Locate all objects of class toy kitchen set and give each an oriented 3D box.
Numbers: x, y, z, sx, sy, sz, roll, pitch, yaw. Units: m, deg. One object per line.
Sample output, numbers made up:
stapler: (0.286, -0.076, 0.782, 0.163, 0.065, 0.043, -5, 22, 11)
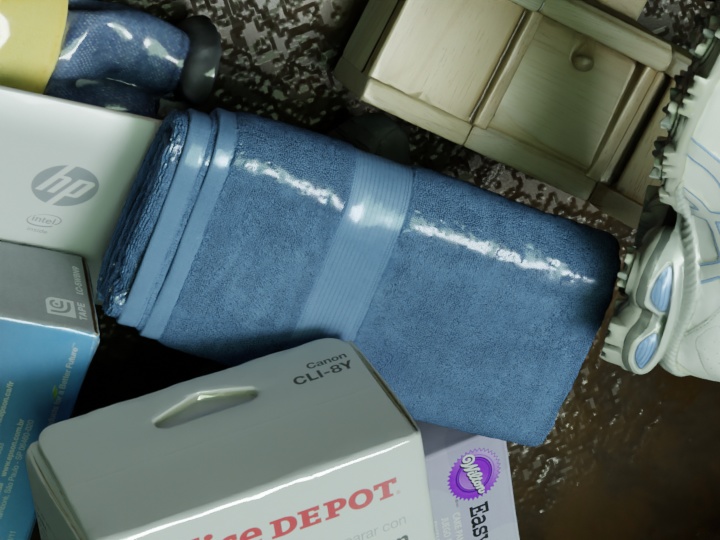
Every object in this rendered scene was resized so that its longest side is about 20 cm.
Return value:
toy kitchen set: (0.133, -0.094, 1.205, 0.200, 0.180, 0.163, 22, 101, -27)

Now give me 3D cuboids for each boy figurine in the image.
boy figurine: (-0.163, -0.089, 1.185, 0.199, 0.064, 0.125, 13, 113, -19)

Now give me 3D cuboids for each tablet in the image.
tablet: (-0.131, -0.028, 1.199, 0.199, 0.014, 0.130, 11, 142, -23)

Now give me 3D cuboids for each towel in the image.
towel: (0.000, 0.000, 1.183, 0.199, 0.049, 0.112, 18, 124, -13)

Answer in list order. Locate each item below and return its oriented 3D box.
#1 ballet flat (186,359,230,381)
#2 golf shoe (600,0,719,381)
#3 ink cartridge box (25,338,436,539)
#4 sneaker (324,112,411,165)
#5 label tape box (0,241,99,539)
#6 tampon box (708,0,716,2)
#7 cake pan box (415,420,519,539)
ballet flat: (-0.081, 0.115, 1.284, 0.068, 0.068, 0.201, 6, 108, -6)
golf shoe: (0.157, -0.034, 1.103, 0.097, 0.078, 0.200, 17, 138, 9)
ink cartridge box: (-0.044, 0.147, 1.164, 0.145, 0.083, 0.200, -18, 123, -16)
sneaker: (0.013, 0.021, 1.280, 0.091, 0.076, 0.201, -8, 121, -20)
label tape box: (-0.225, 0.050, 1.197, 0.199, 0.063, 0.144, 10, 123, -19)
tampon box: (0.176, -0.195, 1.148, 0.200, 0.150, 0.126, 3, 133, -43)
cake pan box: (-0.015, 0.160, 1.268, 0.184, 0.052, 0.200, -20, 124, -18)
